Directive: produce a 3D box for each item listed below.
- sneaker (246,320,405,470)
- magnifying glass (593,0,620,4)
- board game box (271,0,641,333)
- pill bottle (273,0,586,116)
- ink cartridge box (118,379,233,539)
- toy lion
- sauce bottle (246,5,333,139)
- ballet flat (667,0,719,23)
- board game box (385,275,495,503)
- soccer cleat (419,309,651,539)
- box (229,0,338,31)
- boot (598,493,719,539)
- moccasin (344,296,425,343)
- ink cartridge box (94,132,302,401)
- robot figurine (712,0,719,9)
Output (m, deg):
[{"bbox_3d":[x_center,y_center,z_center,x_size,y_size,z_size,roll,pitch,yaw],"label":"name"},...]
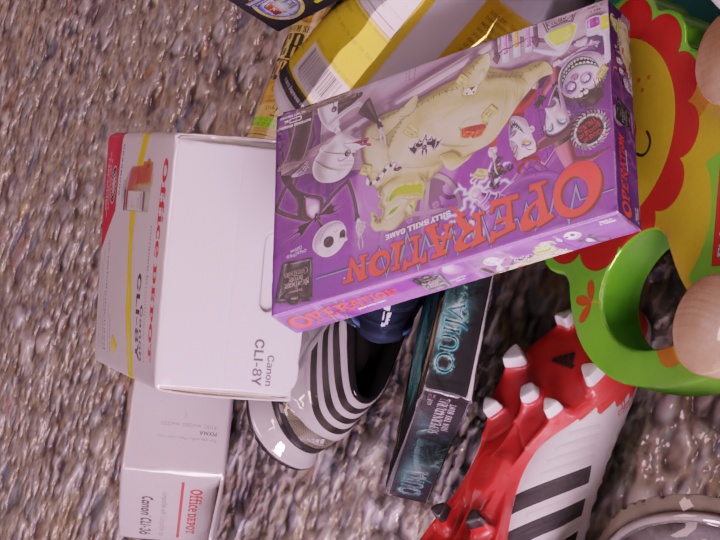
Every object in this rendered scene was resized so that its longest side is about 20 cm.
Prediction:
[{"bbox_3d":[-0.019,0.015,1.421,0.115,0.075,0.202,-36,48,32],"label":"sneaker"},{"bbox_3d":[0.108,-0.087,1.271,0.201,0.022,0.080,-63,-9,28],"label":"magnifying glass"},{"bbox_3d":[0.043,-0.050,1.127,0.199,0.032,0.121,-18,62,30],"label":"board game box"},{"bbox_3d":[0.052,-0.138,1.242,0.200,0.112,0.112,-48,33,18],"label":"pill bottle"},{"bbox_3d":[-0.118,0.100,1.478,0.117,0.067,0.201,101,174,-61],"label":"ink cartridge box"},{"bbox_3d":[0.144,-0.039,1.109,0.191,0.068,0.202,-8,73,52],"label":"toy lion"},{"bbox_3d":[-0.016,-0.143,1.434,0.065,0.064,0.201,3,70,61],"label":"sauce bottle"},{"bbox_3d":[0.186,-0.170,1.178,0.201,0.069,0.071,-56,16,26],"label":"ballet flat"},{"bbox_3d":[0.047,0.034,1.216,0.200,0.028,0.136,103,180,-69],"label":"board game box"},{"bbox_3d":[0.092,0.105,1.149,0.068,0.085,0.201,11,58,41],"label":"soccer cleat"},{"bbox_3d":[0.004,-0.247,1.243,0.160,0.044,0.201,-21,51,44],"label":"box"},{"bbox_3d":[0.121,0.218,1.013,0.182,0.072,0.201,126,158,-54],"label":"boot"},{"bbox_3d":[0.000,0.000,1.257,0.200,0.080,0.069,-67,-15,-84],"label":"moccasin"},{"bbox_3d":[-0.095,-0.008,1.328,0.200,0.083,0.146,-170,84,-73],"label":"ink cartridge box"},{"bbox_3d":[0.214,-0.172,1.037,0.200,0.169,0.113,49,161,33],"label":"robot figurine"}]
